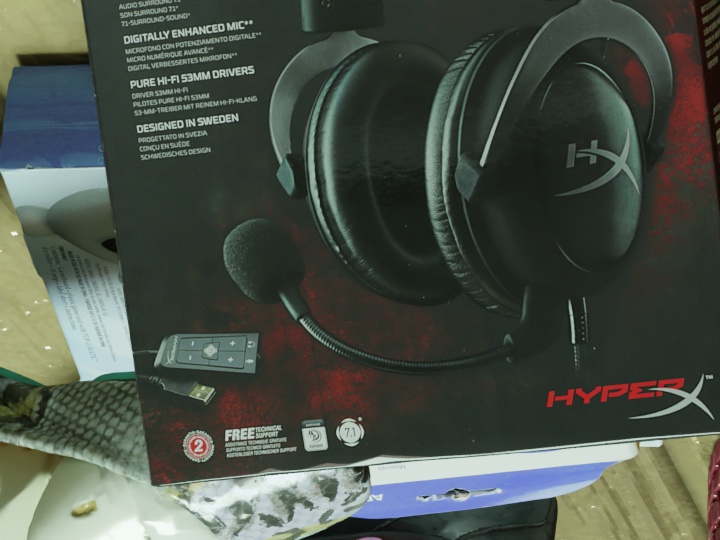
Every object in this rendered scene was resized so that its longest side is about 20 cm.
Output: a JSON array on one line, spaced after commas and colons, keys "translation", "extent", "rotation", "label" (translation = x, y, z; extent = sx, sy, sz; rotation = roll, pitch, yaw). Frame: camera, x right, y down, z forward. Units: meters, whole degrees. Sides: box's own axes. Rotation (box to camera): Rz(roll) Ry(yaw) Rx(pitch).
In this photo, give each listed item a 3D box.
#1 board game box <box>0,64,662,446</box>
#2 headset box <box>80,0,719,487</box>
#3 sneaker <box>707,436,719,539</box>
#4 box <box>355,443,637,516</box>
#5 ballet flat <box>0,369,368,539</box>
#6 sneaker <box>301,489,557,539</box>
[{"translation": [0.000, 0.000, 0.908], "extent": [0.198, 0.043, 0.200], "rotation": [-1, 150, 5], "label": "board game box"}, {"translation": [0.013, -0.058, 0.675], "extent": [0.148, 0.201, 0.077], "rotation": [-5, -171, 12], "label": "headset box"}, {"translation": [0.178, 0.085, 1.015], "extent": [0.074, 0.081, 0.200], "rotation": [6, 150, -12], "label": "sneaker"}, {"translation": [0.011, 0.003, 0.812], "extent": [0.119, 0.042, 0.200], "rotation": [-6, 142, 12], "label": "box"}, {"translation": [-0.088, 0.065, 0.817], "extent": [0.200, 0.072, 0.072], "rotation": [8, 158, 35], "label": "ballet flat"}, {"translation": [-0.019, 0.089, 1.006], "extent": [0.199, 0.096, 0.079], "rotation": [11, 141, 19], "label": "sneaker"}]
